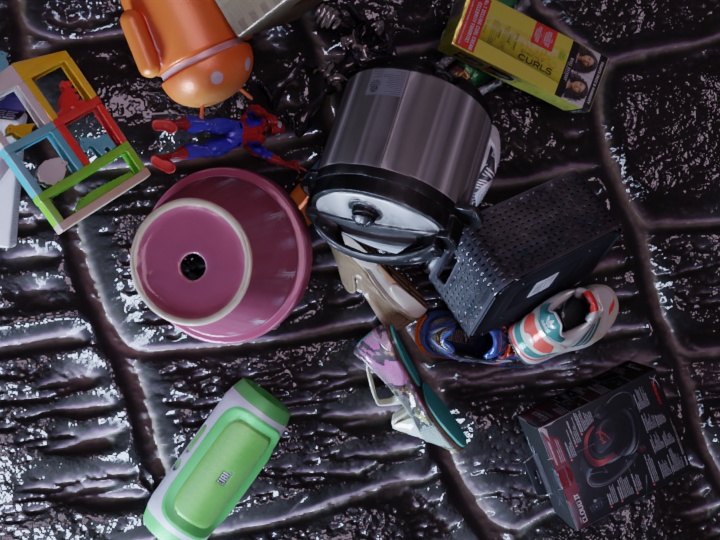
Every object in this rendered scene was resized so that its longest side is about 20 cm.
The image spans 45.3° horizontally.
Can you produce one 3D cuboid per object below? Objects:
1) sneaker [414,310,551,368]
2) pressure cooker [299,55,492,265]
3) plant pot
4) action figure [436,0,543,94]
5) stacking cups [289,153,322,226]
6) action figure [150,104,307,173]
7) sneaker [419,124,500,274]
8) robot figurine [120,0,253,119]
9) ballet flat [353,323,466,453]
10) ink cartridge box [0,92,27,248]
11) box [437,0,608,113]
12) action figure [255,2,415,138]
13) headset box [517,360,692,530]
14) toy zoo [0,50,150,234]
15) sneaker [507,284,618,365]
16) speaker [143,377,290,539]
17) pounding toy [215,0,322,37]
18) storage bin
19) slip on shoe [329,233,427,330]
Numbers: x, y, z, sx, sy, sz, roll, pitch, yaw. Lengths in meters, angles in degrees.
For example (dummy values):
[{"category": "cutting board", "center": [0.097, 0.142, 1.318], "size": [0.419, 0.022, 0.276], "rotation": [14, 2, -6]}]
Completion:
[{"category": "sneaker", "center": [0.170, 0.092, 1.090], "size": [0.197, 0.078, 0.076], "rotation": [1, 94, -14]}, {"category": "pressure cooker", "center": [0.037, -0.103, 0.928], "size": [0.177, 0.175, 0.202], "rotation": [24, 72, -21]}, {"category": "plant pot", "center": [-0.159, -0.014, 0.942], "size": [0.197, 0.179, 0.203], "rotation": [0, 93, 5]}, {"category": "action figure", "center": [0.142, -0.256, 1.082], "size": [0.200, 0.055, 0.118], "rotation": [-41, 103, -3]}, {"category": "stacking cups", "center": [-0.045, -0.113, 1.049], "size": [0.061, 0.060, 0.200], "rotation": [45, 87, -10]}, {"category": "action figure", "center": [-0.129, -0.144, 0.965], "size": [0.098, 0.199, 0.066], "rotation": [19, 114, 24]}, {"category": "sneaker", "center": [0.090, -0.105, 1.065], "size": [0.114, 0.075, 0.202], "rotation": [25, 91, -14]}, {"category": "robot figurine", "center": [-0.192, -0.274, 0.976], "size": [0.115, 0.144, 0.202], "rotation": [-23, 102, 9]}, {"category": "ballet flat", "center": [0.056, 0.157, 1.076], "size": [0.071, 0.069, 0.201], "rotation": [-30, 110, 12]}, {"category": "ink cartridge box", "center": [-0.480, -0.134, 0.963], "size": [0.197, 0.041, 0.203], "rotation": [4, 92, -12]}, {"category": "box", "center": [0.196, -0.262, 1.040], "size": [0.198, 0.050, 0.076], "rotation": [22, 90, -17]}, {"category": "action figure", "center": [-0.019, -0.248, 1.023], "size": [0.199, 0.102, 0.119], "rotation": [-39, 90, -5]}, {"category": "headset box", "center": [0.310, 0.230, 1.130], "size": [0.198, 0.075, 0.150], "rotation": [-25, 97, -9]}, {"category": "toy zoo", "center": [-0.345, -0.159, 0.972], "size": [0.131, 0.020, 0.201], "rotation": [-39, 102, -34]}, {"category": "sneaker", "center": [0.275, 0.055, 1.068], "size": [0.198, 0.093, 0.071], "rotation": [-17, 74, -37]}, {"category": "speaker", "center": [-0.169, 0.231, 1.026], "size": [0.088, 0.088, 0.201], "rotation": [37, 86, -11]}, {"category": "pounding toy", "center": [-0.091, -0.351, 0.929], "size": [0.141, 0.200, 0.185], "rotation": [-26, 100, 31]}, {"category": "storage bin", "center": [0.196, -0.018, 1.030], "size": [0.198, 0.136, 0.094], "rotation": [-25, 67, -24]}, {"category": "slip on shoe", "center": [0.000, 0.000, 1.046], "size": [0.060, 0.076, 0.200], "rotation": [-39, 121, 12]}]
